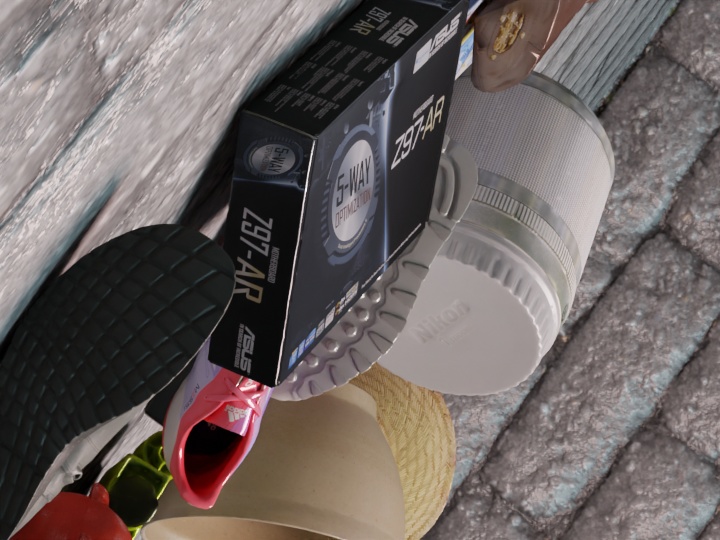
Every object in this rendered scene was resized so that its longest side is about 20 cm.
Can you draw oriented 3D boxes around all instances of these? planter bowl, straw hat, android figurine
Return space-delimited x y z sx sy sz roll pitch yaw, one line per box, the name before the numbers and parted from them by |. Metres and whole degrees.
planter bowl | -0.056 0.153 1.794 0.200 0.200 0.135 113 -12 -68
straw hat | -0.031 0.146 1.916 0.201 0.201 0.085 -55 158 17
android figurine | -0.170 0.182 1.494 0.182 0.041 0.200 -60 -176 -18

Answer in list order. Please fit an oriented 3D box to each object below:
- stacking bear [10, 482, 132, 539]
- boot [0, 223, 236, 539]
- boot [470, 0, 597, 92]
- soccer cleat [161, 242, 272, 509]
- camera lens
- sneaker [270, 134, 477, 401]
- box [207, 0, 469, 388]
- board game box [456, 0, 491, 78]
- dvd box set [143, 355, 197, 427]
stacking bear | -0.189 0.211 1.339 0.121 0.114 0.200 -71 -175 -62
boot | -0.132 0.052 1.104 0.200 0.068 0.131 -47 180 6
boot | 0.147 -0.210 1.476 0.200 0.064 0.186 -40 163 -51
soccer cleat | -0.068 0.050 1.396 0.077 0.067 0.200 -101 -150 -52
camera lens | 0.083 -0.033 1.658 0.160 0.160 0.200 120 -6 -51
sneaker | 0.000 0.000 1.508 0.200 0.076 0.080 -50 -168 -7
box | -0.010 -0.053 1.287 0.200 0.043 0.160 -46 153 -52
board game box | 0.048 -0.147 1.484 0.200 0.034 0.135 -49 173 -47
dvd box set | -0.058 0.005 1.553 0.200 0.029 0.146 -48 172 -51
